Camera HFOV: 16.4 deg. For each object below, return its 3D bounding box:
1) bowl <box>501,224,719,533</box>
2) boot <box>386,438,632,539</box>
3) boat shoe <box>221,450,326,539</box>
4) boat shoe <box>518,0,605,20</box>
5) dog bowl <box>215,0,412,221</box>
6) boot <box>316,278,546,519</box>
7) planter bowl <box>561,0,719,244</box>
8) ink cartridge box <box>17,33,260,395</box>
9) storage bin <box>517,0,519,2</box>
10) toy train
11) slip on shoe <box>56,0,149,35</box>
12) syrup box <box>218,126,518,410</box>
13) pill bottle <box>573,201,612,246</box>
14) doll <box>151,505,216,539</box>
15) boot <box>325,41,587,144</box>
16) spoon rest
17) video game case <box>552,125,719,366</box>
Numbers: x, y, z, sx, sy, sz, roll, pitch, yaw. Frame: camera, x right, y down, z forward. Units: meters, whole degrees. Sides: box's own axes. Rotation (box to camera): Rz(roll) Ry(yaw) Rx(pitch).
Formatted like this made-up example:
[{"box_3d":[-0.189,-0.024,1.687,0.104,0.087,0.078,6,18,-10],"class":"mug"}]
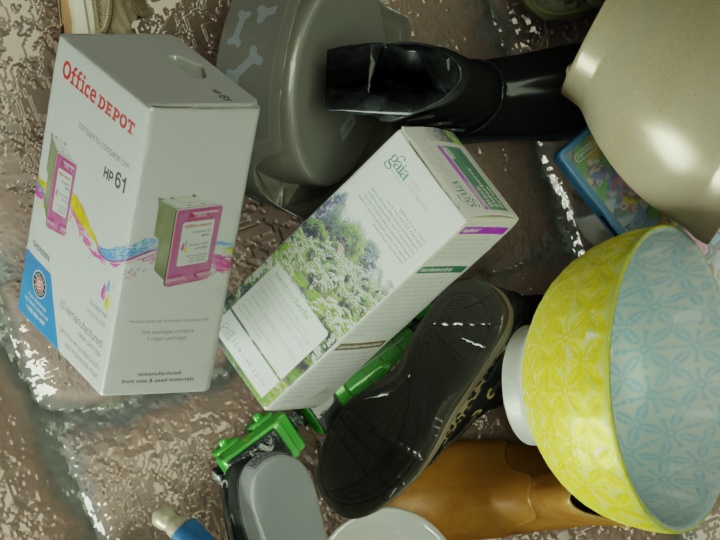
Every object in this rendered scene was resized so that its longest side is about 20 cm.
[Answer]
[{"box_3d":[0.156,0.072,1.625,0.200,0.108,0.200,10,78,-59],"class":"bowl"},{"box_3d":[0.114,0.151,1.728,0.201,0.144,0.071,-7,91,-15],"class":"boot"},{"box_3d":[-0.049,0.218,1.673,0.069,0.057,0.200,-11,92,-32],"class":"boat shoe"},{"box_3d":[0.202,-0.221,1.698,0.200,0.063,0.073,-26,97,-14],"class":"boat shoe"},{"box_3d":[-0.032,-0.129,1.674,0.059,0.200,0.200,11,87,25],"class":"dog bowl"},{"box_3d":[0.068,0.087,1.726,0.073,0.151,0.200,43,113,24],"class":"boot"},{"box_3d":[0.213,-0.135,1.612,0.135,0.200,0.200,28,83,5],"class":"planter bowl"},{"box_3d":[-0.146,-0.040,1.617,0.085,0.145,0.200,0,113,-32],"class":"ink cartridge box"},{"box_3d":[0.161,-0.291,1.767,0.135,0.094,0.200,40,81,-12],"class":"storage bin"},{"box_3d":[-0.018,0.087,1.737,0.200,0.056,0.042,-36,99,-12],"class":"toy train"},{"box_3d":[-0.173,-0.178,1.683,0.061,0.076,0.200,-3,94,-10],"class":"slip on shoe"},{"box_3d":[0.000,0.000,1.646,0.200,0.081,0.079,-43,71,21],"class":"syrup box"},{"box_3d":[0.243,0.020,1.778,0.116,0.116,0.200,-36,99,-12],"class":"pill bottle"},{"box_3d":[-0.119,0.221,1.644,0.048,0.200,0.137,-11,93,-54],"class":"doll"},{"box_3d":[0.082,-0.126,1.663,0.165,0.200,0.066,-14,79,19],"class":"boot"},{"box_3d":[-0.014,0.252,1.718,0.099,0.061,0.200,39,90,6],"class":"spoon rest"},{"box_3d":[0.244,-0.044,1.711,0.143,0.018,0.200,-40,96,-14],"class":"video game case"}]
